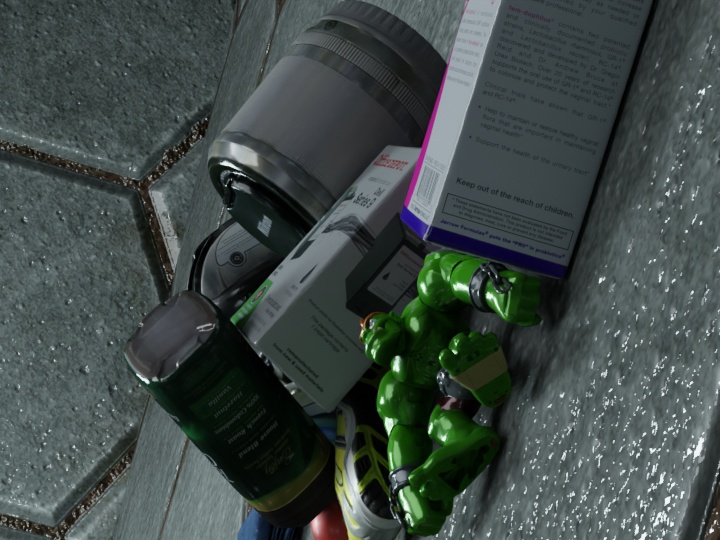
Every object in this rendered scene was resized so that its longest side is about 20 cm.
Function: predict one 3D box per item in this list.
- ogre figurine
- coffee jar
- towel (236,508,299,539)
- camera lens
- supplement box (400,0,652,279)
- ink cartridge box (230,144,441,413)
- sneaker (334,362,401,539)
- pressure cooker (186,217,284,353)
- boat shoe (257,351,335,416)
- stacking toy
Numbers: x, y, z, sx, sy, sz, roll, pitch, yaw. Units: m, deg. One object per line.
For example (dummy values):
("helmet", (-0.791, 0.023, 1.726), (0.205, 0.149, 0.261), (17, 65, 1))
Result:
("ogre figurine", (0.057, 0.070, 1.150), (0.120, 0.097, 0.202), (-123, 28, -54))
("coffee jar", (-0.097, 0.115, 1.344), (0.085, 0.200, 0.104), (-42, 31, -7))
("towel", (-0.106, 0.339, 1.663), (0.112, 0.048, 0.202), (125, 157, -57))
("camera lens", (-0.025, -0.115, 1.475), (0.201, 0.160, 0.160), (-53, 6, -17))
("supplement box", (0.108, -0.110, 1.111), (0.101, 0.102, 0.202), (-127, 52, -77))
("ink cartridge box", (0.000, 0.000, 1.326), (0.200, 0.084, 0.146), (-48, 13, -4))
("sneaker", (0.005, 0.136, 1.343), (0.201, 0.075, 0.077), (-86, 17, -51))
("pressure cooker", (-0.081, 0.037, 1.601), (0.200, 0.177, 0.178), (111, 173, -66))
("boat shoe", (-0.065, 0.093, 1.477), (0.198, 0.066, 0.074), (-22, 31, 18))
("stacking toy", (-0.026, 0.180, 1.452), (0.200, 0.084, 0.086), (-121, 48, -65))
